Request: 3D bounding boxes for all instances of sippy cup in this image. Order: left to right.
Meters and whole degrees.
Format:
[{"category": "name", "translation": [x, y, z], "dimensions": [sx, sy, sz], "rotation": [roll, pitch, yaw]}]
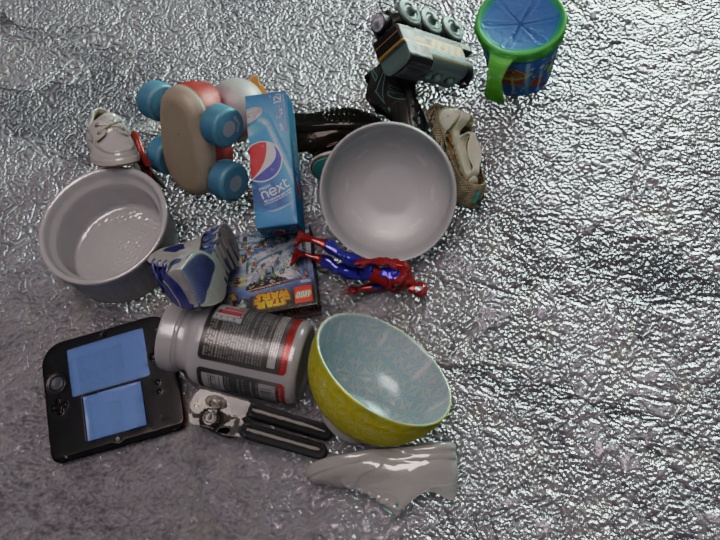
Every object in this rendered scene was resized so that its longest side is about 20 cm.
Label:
[{"category": "sippy cup", "translation": [0.247, -0.343, 1.385], "dimensions": [0.177, 0.130, 0.140], "rotation": [-27, 63, -4]}]

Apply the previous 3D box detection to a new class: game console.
[{"category": "game console", "translation": [-0.355, 0.167, 1.290], "dimensions": [0.199, 0.031, 0.178], "rotation": [-16, 62, 2]}]

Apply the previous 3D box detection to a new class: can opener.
[{"category": "can opener", "translation": [-0.138, 0.210, 1.223], "dimensions": [0.199, 0.067, 0.054], "rotation": [16, 71, 3]}]

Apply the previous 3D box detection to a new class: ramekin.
[{"category": "ramekin", "translation": [-0.374, -0.049, 1.364], "dimensions": [0.199, 0.098, 0.201], "rotation": [-4, 63, 7]}]

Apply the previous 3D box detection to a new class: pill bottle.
[{"category": "pill bottle", "translation": [-0.171, 0.108, 1.228], "dimensions": [0.199, 0.116, 0.116], "rotation": [11, 66, 8]}]

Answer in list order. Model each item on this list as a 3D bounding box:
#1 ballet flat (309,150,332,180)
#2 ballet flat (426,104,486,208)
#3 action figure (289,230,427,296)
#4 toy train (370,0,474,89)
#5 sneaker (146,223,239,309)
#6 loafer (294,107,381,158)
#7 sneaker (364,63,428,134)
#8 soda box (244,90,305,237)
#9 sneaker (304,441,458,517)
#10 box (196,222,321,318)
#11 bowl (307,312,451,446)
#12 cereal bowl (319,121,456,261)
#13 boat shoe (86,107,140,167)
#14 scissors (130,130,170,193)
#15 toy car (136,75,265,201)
[{"category": "ballet flat", "translation": [0.024, -0.164, 1.379], "dimensions": [0.199, 0.070, 0.070], "rotation": [0, 63, 6]}, {"category": "ballet flat", "translation": [0.153, -0.191, 1.354], "dimensions": [0.067, 0.075, 0.201], "rotation": [-3, 60, -18]}, {"category": "action figure", "translation": [0.000, 0.000, 1.277], "dimensions": [0.199, 0.066, 0.052], "rotation": [15, 41, -2]}, {"category": "toy train", "translation": [0.099, -0.341, 1.391], "dimensions": [0.085, 0.199, 0.114], "rotation": [-32, 66, 39]}, {"category": "sneaker", "translation": [-0.246, 0.007, 1.253], "dimensions": [0.115, 0.081, 0.200], "rotation": [-19, 17, 15]}, {"category": "loafer", "translation": [-0.059, -0.210, 1.412], "dimensions": [0.199, 0.072, 0.073], "rotation": [-2, 30, -5]}, {"category": "sneaker", "translation": [0.055, -0.261, 1.415], "dimensions": [0.079, 0.075, 0.201], "rotation": [-21, 47, 12]}, {"category": "soda box", "translation": [-0.125, -0.154, 1.315], "dimensions": [0.064, 0.068, 0.201], "rotation": [-7, 80, 5]}, {"category": "sneaker", "translation": [0.027, 0.272, 1.153], "dimensions": [0.199, 0.075, 0.089], "rotation": [-7, 81, 9]}, {"category": "box", "translation": [-0.163, 0.014, 1.328], "dimensions": [0.199, 0.040, 0.138], "rotation": [-10, 61, 5]}, {"category": "bowl", "translation": [0.008, 0.162, 1.172], "dimensions": [0.200, 0.200, 0.108], "rotation": [48, 122, 26]}, {"category": "cereal bowl", "translation": [0.041, -0.116, 1.305], "dimensions": [0.199, 0.083, 0.201], "rotation": [1, 102, 5]}, {"category": "boat shoe", "translation": [-0.399, -0.213, 1.417], "dimensions": [0.071, 0.070, 0.200], "rotation": [-12, 26, -26]}, {"category": "scissors", "translation": [-0.326, -0.148, 1.402], "dimensions": [0.014, 0.073, 0.200], "rotation": [-15, 43, -26]}, {"category": "toy car", "translation": [-0.212, -0.229, 1.419], "dimensions": [0.184, 0.178, 0.200], "rotation": [24, 41, 34]}]
